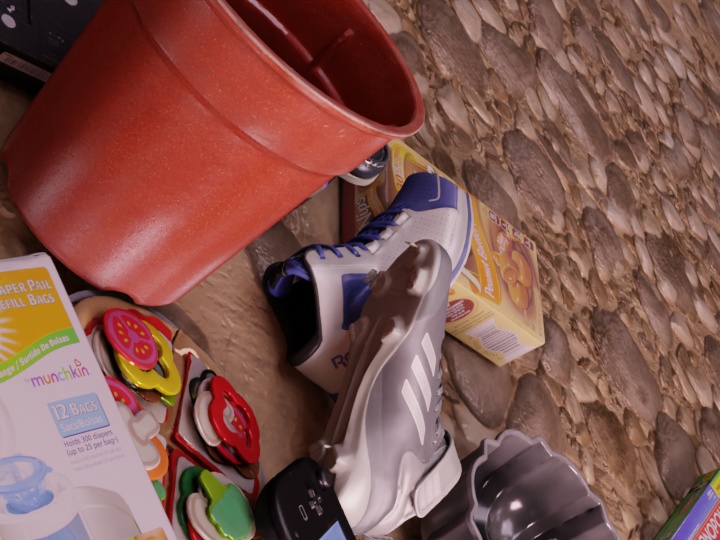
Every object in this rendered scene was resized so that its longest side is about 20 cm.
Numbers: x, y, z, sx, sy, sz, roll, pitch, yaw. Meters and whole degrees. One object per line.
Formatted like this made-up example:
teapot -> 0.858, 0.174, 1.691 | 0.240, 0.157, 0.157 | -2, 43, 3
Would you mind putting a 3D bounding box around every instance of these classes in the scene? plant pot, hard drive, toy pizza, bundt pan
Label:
plant pot -> -0.100, -0.094, 0.820 | 0.201, 0.195, 0.201 | 39, 24, -21
hard drive -> -0.210, -0.200, 0.932 | 0.140, 0.038, 0.200 | 23, 46, -44
toy pizza -> -0.109, 0.096, 0.789 | 0.200, 0.032, 0.200 | 47, 25, -30
bundt pan -> 0.115, 0.221, 0.980 | 0.202, 0.076, 0.202 | 35, 37, -32

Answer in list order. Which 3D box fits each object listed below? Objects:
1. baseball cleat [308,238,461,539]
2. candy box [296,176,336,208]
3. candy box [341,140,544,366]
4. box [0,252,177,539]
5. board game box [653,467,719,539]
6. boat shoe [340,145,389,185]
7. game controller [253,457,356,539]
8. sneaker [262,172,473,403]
baseball cleat -> 0.032, 0.082, 0.917 | 0.106, 0.200, 0.070 | 25, -1, -30
candy box -> -0.064, -0.150, 1.060 | 0.168, 0.072, 0.200 | 52, 32, -9
candy box -> 0.070, -0.016, 1.147 | 0.200, 0.055, 0.116 | 34, 39, -34
box -> -0.177, 0.104, 0.648 | 0.112, 0.101, 0.200 | -9, 71, -58
board game box -> 0.342, 0.281, 1.293 | 0.135, 0.029, 0.200 | 60, 31, 3
boat shoe -> -0.033, -0.156, 0.982 | 0.200, 0.062, 0.075 | 59, 30, 1
game controller -> -0.006, 0.211, 0.819 | 0.104, 0.042, 0.200 | -13, 78, -84
sneaker -> 0.000, 0.001, 0.975 | 0.115, 0.081, 0.200 | 34, 63, -23
